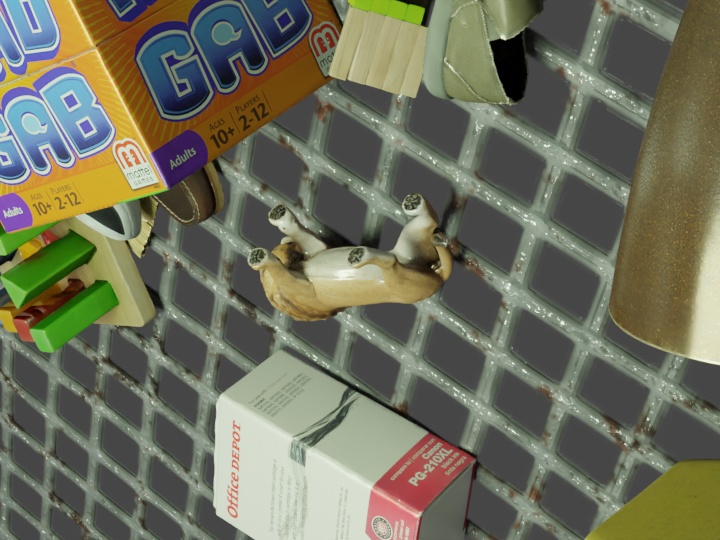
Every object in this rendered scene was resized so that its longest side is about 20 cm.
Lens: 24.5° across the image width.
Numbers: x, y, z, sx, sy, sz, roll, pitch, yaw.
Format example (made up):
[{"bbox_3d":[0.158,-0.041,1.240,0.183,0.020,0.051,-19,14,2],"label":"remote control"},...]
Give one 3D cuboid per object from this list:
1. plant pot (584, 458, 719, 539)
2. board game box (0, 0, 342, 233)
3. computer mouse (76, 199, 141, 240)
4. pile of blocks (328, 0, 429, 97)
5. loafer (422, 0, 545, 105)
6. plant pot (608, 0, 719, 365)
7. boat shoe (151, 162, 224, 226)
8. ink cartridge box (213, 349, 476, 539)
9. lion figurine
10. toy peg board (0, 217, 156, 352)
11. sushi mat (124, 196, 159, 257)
[{"bbox_3d":[0.240,0.237,1.058,0.200,0.195,0.195,33,137,31],"label":"plant pot"},{"bbox_3d":[-0.168,-0.171,1.138,0.200,0.200,0.200,-11,111,47],"label":"board game box"},{"bbox_3d":[-0.246,-0.097,1.314,0.200,0.110,0.044,34,116,-25],"label":"computer mouse"},{"bbox_3d":[0.007,-0.212,1.062,0.062,0.082,0.201,-110,12,-76],"label":"pile of blocks"},{"bbox_3d":[0.085,-0.180,0.998,0.069,0.075,0.200,26,143,21],"label":"loafer"},{"bbox_3d":[0.227,-0.072,0.873,0.186,0.187,0.201,12,111,38],"label":"plant pot"},{"bbox_3d":[-0.188,-0.114,1.302,0.200,0.070,0.070,53,141,-2],"label":"boat shoe"},{"bbox_3d":[-0.017,0.175,1.333,0.200,0.084,0.145,28,134,25],"label":"ink cartridge box"},{"bbox_3d":[0.000,0.000,1.199,0.199,0.073,0.122,5,155,34],"label":"lion figurine"},{"bbox_3d":[-0.306,-0.025,1.443,0.199,0.098,0.201,2,120,46],"label":"toy peg board"},{"bbox_3d":[-0.242,-0.103,1.404,0.200,0.012,0.096,43,140,13],"label":"sushi mat"}]
